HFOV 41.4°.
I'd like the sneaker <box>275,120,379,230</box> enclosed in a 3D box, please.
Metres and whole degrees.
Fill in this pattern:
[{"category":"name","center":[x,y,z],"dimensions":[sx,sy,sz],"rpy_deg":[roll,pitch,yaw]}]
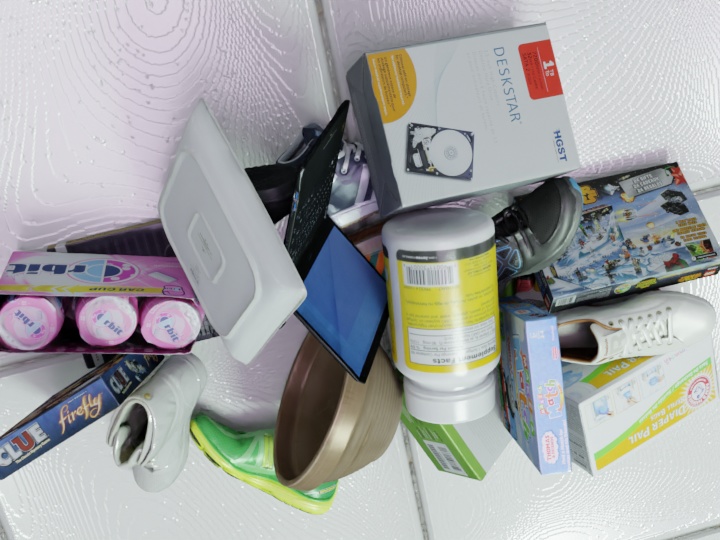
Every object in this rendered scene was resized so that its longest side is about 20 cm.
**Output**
[{"category":"sneaker","center":[0.007,-0.121,1.008],"dimensions":[0.199,0.070,0.109],"rpy_deg":[-26,115,3]}]

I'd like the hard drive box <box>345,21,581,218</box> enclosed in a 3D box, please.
[{"category":"hard drive box","center":[0.103,-0.153,0.965],"dimensions":[0.199,0.077,0.157],"rpy_deg":[-14,89,-17]}]

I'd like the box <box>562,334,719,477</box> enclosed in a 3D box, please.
[{"category":"box","center":[0.307,0.134,1.117],"dimensions":[0.199,0.112,0.102],"rpy_deg":[-26,115,-20]}]

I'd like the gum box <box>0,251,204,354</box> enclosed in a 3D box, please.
[{"category":"gum box","center":[-0.261,0.033,0.975],"dimensions":[0.199,0.114,0.066],"rpy_deg":[2,111,-12]}]

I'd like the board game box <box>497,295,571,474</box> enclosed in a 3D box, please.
[{"category":"board game box","center":[0.176,0.112,1.002],"dimensions":[0.036,0.200,0.152],"rpy_deg":[-7,94,-2]}]

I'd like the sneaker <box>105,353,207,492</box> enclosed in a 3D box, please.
[{"category":"sneaker","center":[-0.239,0.189,1.039],"dimensions":[0.073,0.116,0.201],"rpy_deg":[28,123,13]}]

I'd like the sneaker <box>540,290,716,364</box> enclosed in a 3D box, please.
[{"category":"sneaker","center":[0.287,0.073,1.030],"dimensions":[0.199,0.085,0.073],"rpy_deg":[-8,108,10]}]

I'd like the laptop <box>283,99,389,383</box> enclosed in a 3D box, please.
[{"category":"laptop","center":[-0.007,-0.031,0.904],"dimensions":[0.103,0.177,0.201],"rpy_deg":[16,120,4]}]

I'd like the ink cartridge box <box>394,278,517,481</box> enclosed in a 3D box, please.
[{"category":"ink cartridge box","center":[0.139,0.124,1.135],"dimensions":[0.200,0.076,0.148],"rpy_deg":[-48,117,-27]}]

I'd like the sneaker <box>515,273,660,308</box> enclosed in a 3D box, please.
[{"category":"sneaker","center":[0.278,0.049,1.109],"dimensions":[0.199,0.078,0.083],"rpy_deg":[6,101,9]}]

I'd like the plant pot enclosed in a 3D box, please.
[{"category":"plant pot","center":[-0.016,0.147,1.039],"dimensions":[0.092,0.201,0.202],"rpy_deg":[19,107,-19]}]

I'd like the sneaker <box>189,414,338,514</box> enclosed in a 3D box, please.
[{"category":"sneaker","center":[-0.113,0.216,1.128],"dimensions":[0.200,0.074,0.084],"rpy_deg":[30,77,-16]}]

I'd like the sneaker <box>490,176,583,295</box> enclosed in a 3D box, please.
[{"category":"sneaker","center":[0.152,-0.027,1.013],"dimensions":[0.082,0.073,0.200],"rpy_deg":[16,131,-36]}]

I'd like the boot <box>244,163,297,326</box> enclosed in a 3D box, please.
[{"category":"boot","center":[-0.104,-0.015,0.951],"dimensions":[0.076,0.200,0.169],"rpy_deg":[-29,110,-35]}]

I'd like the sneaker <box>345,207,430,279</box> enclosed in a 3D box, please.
[{"category":"sneaker","center":[0.000,0.000,1.053],"dimensions":[0.199,0.071,0.080],"rpy_deg":[-19,109,-4]}]

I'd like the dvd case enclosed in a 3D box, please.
[{"category":"dvd case","center":[-0.224,0.018,1.048],"dimensions":[0.199,0.016,0.149],"rpy_deg":[-14,114,-6]}]

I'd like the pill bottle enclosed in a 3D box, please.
[{"category":"pill bottle","center":[0.085,0.046,0.969],"dimensions":[0.114,0.114,0.201],"rpy_deg":[-8,109,-8]}]

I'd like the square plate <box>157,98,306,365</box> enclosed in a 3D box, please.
[{"category":"square plate","center":[-0.133,-0.024,0.884],"dimensions":[0.028,0.198,0.201],"rpy_deg":[-22,77,-30]}]

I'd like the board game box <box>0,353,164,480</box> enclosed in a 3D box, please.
[{"category":"board game box","center":[-0.282,0.132,0.964],"dimensions":[0.135,0.200,0.035],"rpy_deg":[-32,96,4]}]

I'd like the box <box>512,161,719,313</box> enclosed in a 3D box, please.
[{"category":"box","center":[0.283,-0.039,1.061],"dimensions":[0.199,0.137,0.040],"rpy_deg":[-12,150,-6]}]
